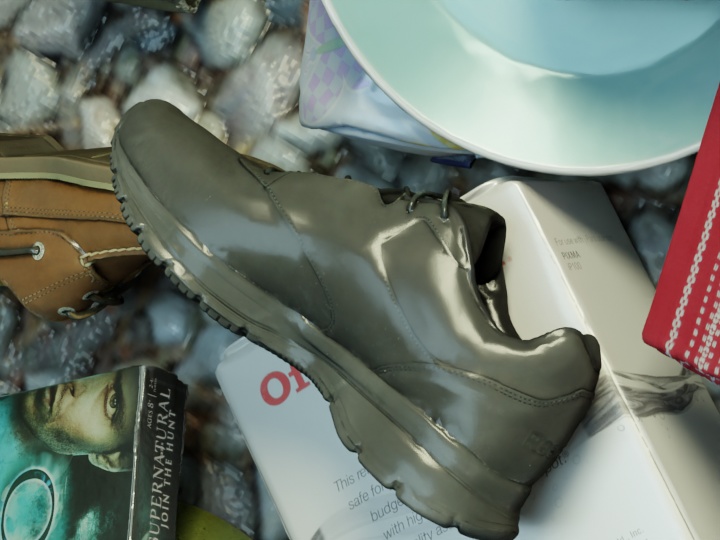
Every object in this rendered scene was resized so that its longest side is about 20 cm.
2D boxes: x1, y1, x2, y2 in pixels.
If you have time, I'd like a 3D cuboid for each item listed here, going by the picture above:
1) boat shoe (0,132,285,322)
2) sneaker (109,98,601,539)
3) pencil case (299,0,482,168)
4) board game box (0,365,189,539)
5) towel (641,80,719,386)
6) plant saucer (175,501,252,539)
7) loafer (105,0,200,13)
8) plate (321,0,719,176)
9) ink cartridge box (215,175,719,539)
[{"bbox_3d":[-0.107,-0.015,1.121,0.199,0.072,0.069,7,99,39],"label":"boat shoe"},{"bbox_3d":[0.000,0.000,0.968,0.200,0.076,0.091,41,100,16],"label":"sneaker"},{"bbox_3d":[0.030,-0.138,1.028,0.090,0.083,0.202,7,94,34],"label":"pencil case"},{"bbox_3d":[-0.129,0.144,1.106,0.135,0.028,0.202,-14,65,39],"label":"board game box"},{"bbox_3d":[0.156,-0.021,0.860,0.200,0.022,0.146,30,106,64],"label":"towel"},{"bbox_3d":[-0.095,0.191,1.135,0.199,0.031,0.202,1,91,30],"label":"plant saucer"},{"bbox_3d":[-0.052,-0.187,1.088,0.069,0.075,0.201,29,110,14],"label":"loafer"},{"bbox_3d":[0.077,-0.133,0.965,0.198,0.026,0.202,1,94,11],"label":"plate"},{"bbox_3d":[0.059,0.086,1.016,0.146,0.083,0.201,-32,76,26],"label":"ink cartridge box"}]
